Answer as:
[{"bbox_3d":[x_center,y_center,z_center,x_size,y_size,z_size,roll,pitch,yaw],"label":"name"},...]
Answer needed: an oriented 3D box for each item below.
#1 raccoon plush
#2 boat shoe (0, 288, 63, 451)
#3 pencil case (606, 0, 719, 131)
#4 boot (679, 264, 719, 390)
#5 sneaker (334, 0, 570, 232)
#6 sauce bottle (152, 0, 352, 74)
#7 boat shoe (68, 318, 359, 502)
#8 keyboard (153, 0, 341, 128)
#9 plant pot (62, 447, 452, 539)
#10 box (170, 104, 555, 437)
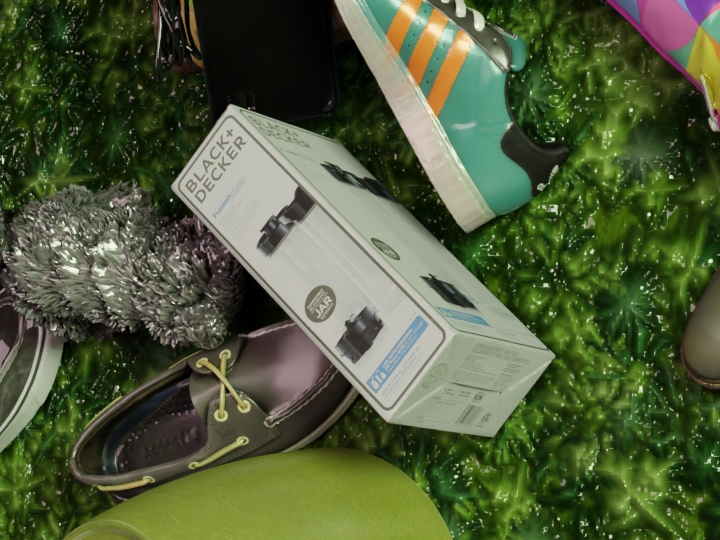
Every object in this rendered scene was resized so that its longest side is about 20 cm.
[{"bbox_3d":[-0.160,0.007,1.230,0.134,0.199,0.098,13,107,54],"label":"raccoon plush"},{"bbox_3d":[-0.258,0.089,1.352,0.071,0.064,0.201,42,105,31],"label":"boat shoe"},{"bbox_3d":[0.169,-0.148,1.095,0.088,0.088,0.200,-47,58,18],"label":"pencil case"},{"bbox_3d":[0.212,-0.024,1.037,0.200,0.097,0.075,-49,60,17],"label":"boot"},{"bbox_3d":[0.043,-0.125,1.159,0.080,0.071,0.201,-28,99,9],"label":"sneaker"},{"bbox_3d":[-0.027,-0.161,1.240,0.199,0.065,0.065,-10,77,30],"label":"sauce bottle"},{"bbox_3d":[-0.082,0.080,1.238,0.200,0.060,0.072,-32,66,26],"label":"boat shoe"},{"bbox_3d":[-0.074,-0.177,1.190,0.103,0.040,0.202,-10,109,-7],"label":"keyboard"},{"bbox_3d":[-0.072,0.181,1.132,0.186,0.199,0.189,-6,78,32],"label":"plant pot"},{"bbox_3d":[0.000,0.000,1.164,0.200,0.116,0.060,46,107,31],"label":"box"}]
